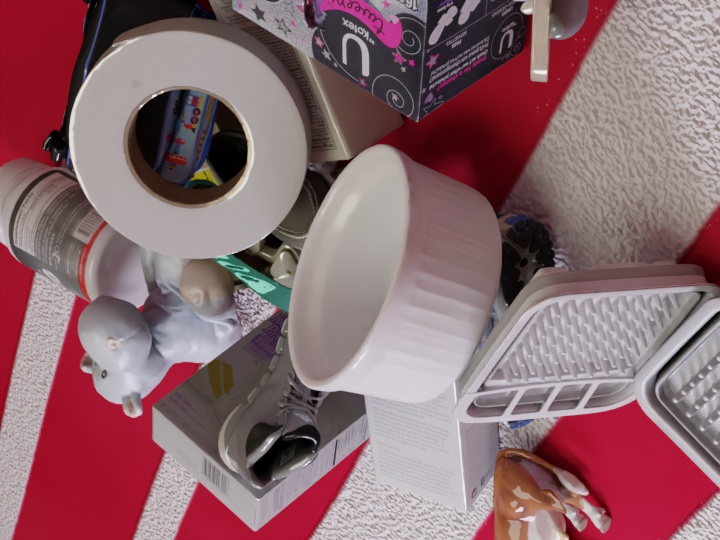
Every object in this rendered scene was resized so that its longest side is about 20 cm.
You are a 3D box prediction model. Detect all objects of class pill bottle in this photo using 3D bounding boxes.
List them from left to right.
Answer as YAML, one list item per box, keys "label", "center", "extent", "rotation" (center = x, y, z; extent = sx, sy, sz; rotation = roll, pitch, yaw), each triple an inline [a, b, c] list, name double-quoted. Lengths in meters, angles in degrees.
- label: "pill bottle"
  center: [-0.303, -0.041, 1.928]
  extent: [0.200, 0.114, 0.114]
  rotation: [26, 137, 36]

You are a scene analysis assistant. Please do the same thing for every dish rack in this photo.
- label: "dish rack"
  center: [0.168, 0.050, 1.404]
  extent: [0.200, 0.171, 0.044]
  rotation: [120, 142, -54]
- label: "dish rack"
  center: [0.311, 0.111, 1.358]
  extent: [0.200, 0.044, 0.172]
  rotation: [45, 146, 9]

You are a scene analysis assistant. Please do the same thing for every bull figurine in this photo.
- label: "bull figurine"
  center: [0.163, 0.249, 1.651]
  extent: [0.121, 0.065, 0.201]
  rotation: [22, 136, 34]

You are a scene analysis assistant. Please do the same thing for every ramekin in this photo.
- label: "ramekin"
  center: [0.029, 0.009, 1.458]
  extent: [0.097, 0.201, 0.200]
  rotation: [18, 156, -24]

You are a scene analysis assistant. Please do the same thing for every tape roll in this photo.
- label: "tape roll"
  center: [-0.140, -0.108, 1.503]
  extent: [0.202, 0.037, 0.204]
  rotation: [2, 115, 5]

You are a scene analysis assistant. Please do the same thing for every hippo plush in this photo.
- label: "hippo plush"
  center: [-0.211, 0.051, 1.824]
  extent: [0.159, 0.160, 0.200]
  rotation: [47, 162, 40]

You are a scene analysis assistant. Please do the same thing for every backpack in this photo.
- label: "backpack"
  center: [-0.190, -0.166, 1.629]
  extent: [0.134, 0.200, 0.183]
  rotation: [14, 97, -3]

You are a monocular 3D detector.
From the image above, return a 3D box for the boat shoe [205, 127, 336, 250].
- label: "boat shoe"
  center: [-0.078, -0.072, 1.610]
  extent: [0.202, 0.060, 0.072]
  rotation: [41, 110, 55]

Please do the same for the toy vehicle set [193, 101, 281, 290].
- label: "toy vehicle set"
  center: [-0.132, -0.078, 1.763]
  extent: [0.124, 0.026, 0.201]
  rotation: [-9, 112, 54]

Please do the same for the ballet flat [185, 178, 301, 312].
- label: "ballet flat"
  center: [-0.091, -0.020, 1.679]
  extent: [0.199, 0.068, 0.070]
  rotation: [30, 147, -4]

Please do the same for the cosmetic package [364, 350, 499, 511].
- label: "cosmetic package"
  center: [0.061, 0.108, 1.629]
  extent: [0.101, 0.071, 0.201]
  rotation: [16, 133, 27]

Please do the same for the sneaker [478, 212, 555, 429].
- label: "sneaker"
  center: [0.121, 0.036, 1.524]
  extent: [0.085, 0.077, 0.201]
  rotation: [28, 132, 48]

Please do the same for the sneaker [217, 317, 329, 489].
- label: "sneaker"
  center: [-0.043, 0.106, 1.580]
  extent: [0.075, 0.201, 0.115]
  rotation: [29, -175, -22]

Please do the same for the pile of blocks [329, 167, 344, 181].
- label: "pile of blocks"
  center: [0.000, 0.000, 1.637]
  extent: [0.082, 0.062, 0.201]
  rotation: [21, 134, 40]

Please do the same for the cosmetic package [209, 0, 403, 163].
- label: "cosmetic package"
  center: [-0.053, -0.194, 1.525]
  extent: [0.103, 0.073, 0.201]
  rotation: [0, 119, 51]

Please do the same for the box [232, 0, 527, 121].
- label: "box"
  center: [0.013, -0.221, 1.365]
  extent: [0.200, 0.132, 0.115]
  rotation: [33, 141, 29]

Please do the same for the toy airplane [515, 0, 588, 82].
- label: "toy airplane"
  center: [0.127, -0.250, 1.195]
  extent: [0.200, 0.140, 0.200]
  rotation: [117, 146, -67]

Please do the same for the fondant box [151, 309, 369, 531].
- label: "fondant box"
  center: [-0.077, 0.130, 1.717]
  extent: [0.144, 0.200, 0.058]
  rotation: [38, 145, 24]
